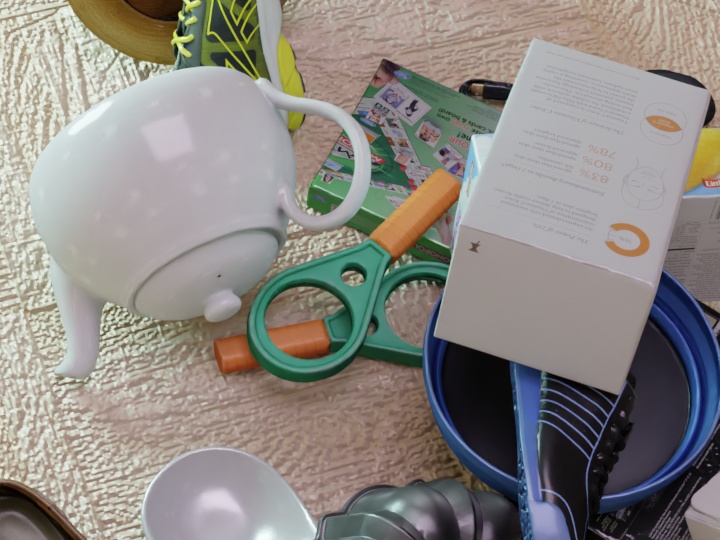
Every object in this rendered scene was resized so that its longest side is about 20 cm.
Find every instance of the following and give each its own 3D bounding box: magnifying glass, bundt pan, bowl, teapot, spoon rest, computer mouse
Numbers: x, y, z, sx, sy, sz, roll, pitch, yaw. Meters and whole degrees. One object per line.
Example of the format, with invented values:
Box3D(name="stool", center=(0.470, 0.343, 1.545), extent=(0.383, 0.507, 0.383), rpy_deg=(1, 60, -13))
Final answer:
Box3D(name="magnifying glass", center=(-0.005, 0.041, 1.622), extent=(0.199, 0.022, 0.080), rpy_deg=(-12, 60, -15))
Box3D(name="bundt pan", center=(0.056, 0.222, 1.441), extent=(0.201, 0.076, 0.203), rpy_deg=(9, 68, -25))
Box3D(name="bowl", center=(0.138, 0.070, 1.513), extent=(0.200, 0.039, 0.201), rpy_deg=(3, 56, -4))
Box3D(name="magnifying glass", center=(0.000, 0.000, 1.611), extent=(0.080, 0.022, 0.200), rpy_deg=(38, 62, 14))
Box3D(name="teapot", center=(-0.116, -0.035, 1.559), extent=(0.197, 0.200, 0.146), rpy_deg=(-17, 69, -30))
Box3D(name="spoon rest", center=(-0.052, 0.186, 1.499), extent=(0.200, 0.061, 0.099), rpy_deg=(34, 59, 12))
Box3D(name="computer mouse", center=(0.174, -0.132, 1.753), extent=(0.199, 0.034, 0.059), rpy_deg=(0, 59, -8))

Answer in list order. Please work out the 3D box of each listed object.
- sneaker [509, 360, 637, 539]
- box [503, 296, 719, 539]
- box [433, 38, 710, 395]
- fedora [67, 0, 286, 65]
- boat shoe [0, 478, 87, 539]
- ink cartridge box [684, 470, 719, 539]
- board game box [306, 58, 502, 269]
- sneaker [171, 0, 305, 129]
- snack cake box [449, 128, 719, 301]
Box3D(name="sneaker", center=(0.135, 0.104, 1.425), extent=(0.078, 0.070, 0.201), rpy_deg=(-2, 56, 1))
Box3D(name="box", center=(0.211, 0.131, 1.558), extent=(0.163, 0.086, 0.200), rpy_deg=(31, 59, 12))
Box3D(name="box", center=(0.135, -0.037, 1.449), extent=(0.124, 0.098, 0.200), rpy_deg=(18, 43, 6))
Box3D(name="fedora", center=(-0.139, -0.253, 1.729), extent=(0.200, 0.082, 0.202), rpy_deg=(-2, 97, -15))
Box3D(name="boat shoe", center=(-0.182, 0.212, 1.454), extent=(0.076, 0.074, 0.200), rpy_deg=(-37, 70, -27))
Box3D(name="ink cartridge box", center=(0.301, 0.197, 1.460), extent=(0.144, 0.201, 0.084), rpy_deg=(-38, 33, -27))
Box3D(name="board game box", center=(0.078, -0.063, 1.696), extent=(0.199, 0.029, 0.135), rpy_deg=(25, 59, 7))
Box3D(name="sneaker", center=(-0.101, -0.182, 1.664), extent=(0.084, 0.201, 0.074), rpy_deg=(-23, 21, -12))
Box3D(name="snack cake box", center=(0.170, -0.035, 1.605), extent=(0.199, 0.115, 0.067), rpy_deg=(-2, 50, -11))
